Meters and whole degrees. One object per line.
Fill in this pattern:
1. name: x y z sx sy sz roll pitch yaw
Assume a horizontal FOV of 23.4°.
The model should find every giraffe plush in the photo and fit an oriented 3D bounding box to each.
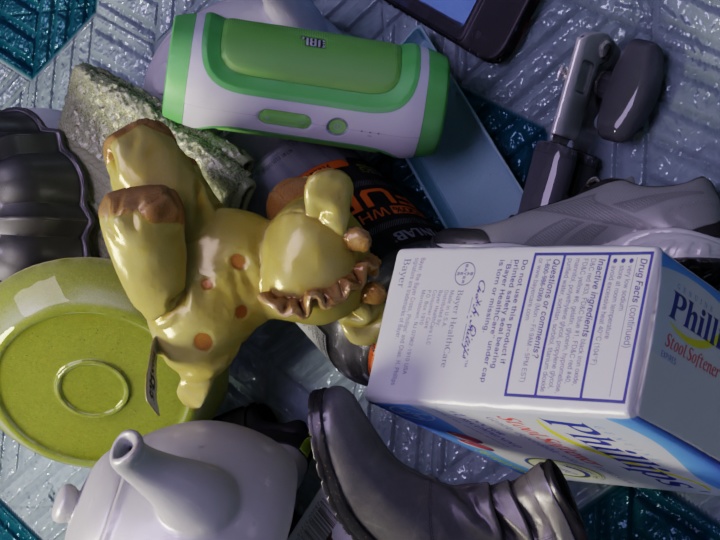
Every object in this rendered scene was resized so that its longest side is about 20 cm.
1. giraffe plush: -0.069 -0.011 1.151 0.161 0.173 0.201 -15 60 8

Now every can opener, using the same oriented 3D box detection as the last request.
1. can opener: 0.147 -0.068 1.191 0.066 0.053 0.201 23 97 41

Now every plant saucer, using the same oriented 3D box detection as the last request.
1. plant saucer: 0.068 -0.090 1.290 0.070 0.019 0.201 -45 56 26
2. plant saucer: -0.197 0.079 1.290 0.200 0.200 0.031 -44 25 26

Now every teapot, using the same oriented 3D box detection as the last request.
1. teapot: -0.107 -0.130 1.369 0.197 0.146 0.201 -4 80 42
2. teapot: -0.140 0.185 1.187 0.197 0.145 0.201 -105 37 -75

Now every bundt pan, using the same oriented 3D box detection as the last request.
1. bundt pan: -0.304 -0.030 1.325 0.201 0.076 0.203 -1 88 32

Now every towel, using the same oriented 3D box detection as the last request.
1. towel: -0.166 -0.058 1.306 0.200 0.036 0.149 35 115 30

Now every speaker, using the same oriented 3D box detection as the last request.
1. speaker: -0.039 -0.133 1.252 0.088 0.199 0.089 -172 90 -84

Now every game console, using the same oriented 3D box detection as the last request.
1. game console: 0.048 -0.275 1.278 0.200 0.118 0.173 38 106 40

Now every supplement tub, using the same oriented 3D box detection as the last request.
1. supplement tub: 0.000 0.000 1.262 0.200 0.122 0.123 45 111 37

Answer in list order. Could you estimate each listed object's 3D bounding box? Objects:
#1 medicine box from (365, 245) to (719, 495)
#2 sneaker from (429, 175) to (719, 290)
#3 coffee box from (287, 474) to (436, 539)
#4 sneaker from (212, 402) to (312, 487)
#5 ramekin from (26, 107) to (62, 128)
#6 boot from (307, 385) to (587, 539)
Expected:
1. medicine box: 0.139 0.063 1.074 0.199 0.182 0.104 1 70 42
2. sneaker: 0.145 -0.021 1.147 0.199 0.074 0.080 -3 64 12
3. coffee box: 0.055 0.226 1.172 0.200 0.113 0.080 45 110 37
4. sneaker: -0.098 0.145 1.372 0.199 0.072 0.083 4 45 51
5. ramekin: -0.286 -0.031 1.470 0.201 0.200 0.098 -48 53 24
6. boot: 0.061 0.138 1.046 0.131 0.070 0.201 -24 103 18
